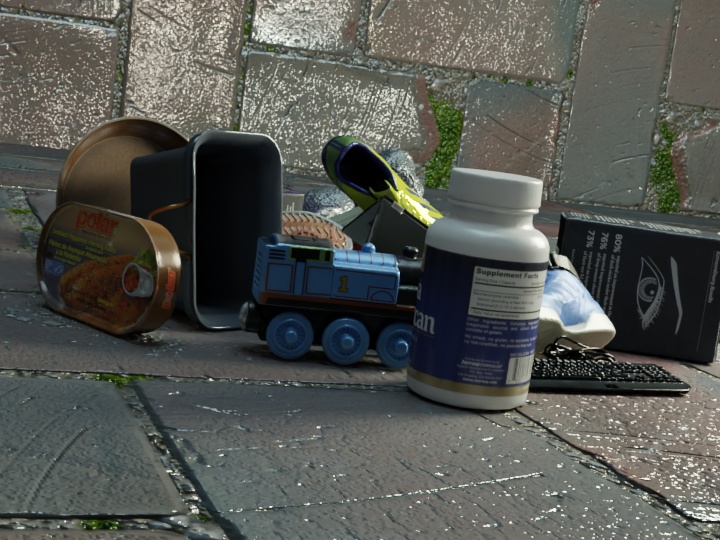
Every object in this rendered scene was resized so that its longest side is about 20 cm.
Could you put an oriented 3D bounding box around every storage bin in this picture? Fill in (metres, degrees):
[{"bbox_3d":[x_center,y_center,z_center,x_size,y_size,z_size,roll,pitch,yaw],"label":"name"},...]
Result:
[{"bbox_3d":[-0.178,-0.041,1.308,0.134,0.201,0.145,0,1,41],"label":"storage bin"}]

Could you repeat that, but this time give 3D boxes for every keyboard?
[{"bbox_3d":[0.227,0.092,1.248,0.199,0.040,0.104,5,9,-25],"label":"keyboard"}]

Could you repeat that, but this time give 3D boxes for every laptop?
[{"bbox_3d":[0.064,0.020,1.379,0.187,0.116,0.200,36,-25,-10],"label":"laptop"}]

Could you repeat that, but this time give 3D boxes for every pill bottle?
[{"bbox_3d":[0.107,0.014,1.105,0.111,0.201,0.111,7,8,-1],"label":"pill bottle"}]

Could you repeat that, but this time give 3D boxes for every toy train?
[{"bbox_3d":[-0.015,0.028,1.196,0.199,0.115,0.087,6,9,-10],"label":"toy train"}]

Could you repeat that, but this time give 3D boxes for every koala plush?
[{"bbox_3d":[-0.016,-0.080,1.812,0.199,0.184,0.177,-8,13,-20],"label":"koala plush"}]

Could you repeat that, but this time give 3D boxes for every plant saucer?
[{"bbox_3d":[-0.249,-0.067,1.370,0.200,0.201,0.034,1,-3,-38],"label":"plant saucer"}]

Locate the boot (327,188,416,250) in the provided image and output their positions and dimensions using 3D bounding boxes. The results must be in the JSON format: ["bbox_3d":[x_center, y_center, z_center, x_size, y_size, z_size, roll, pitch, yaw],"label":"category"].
[{"bbox_3d":[0.000,0.000,1.565,0.200,0.145,0.072,-27,-30,22],"label":"boot"}]

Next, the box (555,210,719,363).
[{"bbox_3d":[0.327,0.017,1.474,0.199,0.148,0.104,9,8,5],"label":"box"}]

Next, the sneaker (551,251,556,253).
[{"bbox_3d":[0.195,0.016,1.641,0.199,0.081,0.115,4,10,25],"label":"sneaker"}]

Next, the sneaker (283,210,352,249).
[{"bbox_3d":[-0.103,-0.027,1.565,0.199,0.072,0.080,6,-33,13],"label":"sneaker"}]

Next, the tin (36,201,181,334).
[{"bbox_3d":[-0.246,-0.004,1.211,0.200,0.112,0.042,16,12,42],"label":"tin"}]

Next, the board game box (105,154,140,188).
[{"bbox_3d":[-0.239,-0.055,1.457,0.039,0.158,0.200,29,16,23],"label":"board game box"}]

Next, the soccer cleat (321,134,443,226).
[{"bbox_3d":[0.035,-0.077,1.423,0.200,0.065,0.084,42,-4,-16],"label":"soccer cleat"}]

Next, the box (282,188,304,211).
[{"bbox_3d":[-0.192,-0.064,1.687,0.199,0.106,0.122,2,8,-30],"label":"box"}]

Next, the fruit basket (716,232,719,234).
[{"bbox_3d":[0.445,0.011,1.691,0.215,0.156,0.216,22,16,-7],"label":"fruit basket"}]

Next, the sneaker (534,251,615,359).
[{"bbox_3d":[0.183,0.032,1.322,0.200,0.077,0.111,4,48,-45],"label":"sneaker"}]
